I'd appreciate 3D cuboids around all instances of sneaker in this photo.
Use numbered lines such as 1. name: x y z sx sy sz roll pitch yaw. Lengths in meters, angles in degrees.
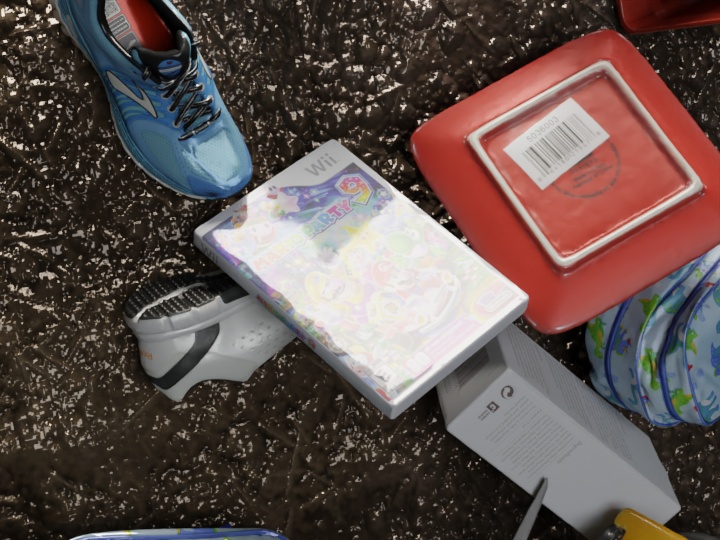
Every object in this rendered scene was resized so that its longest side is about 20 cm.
1. sneaker: -0.073 0.031 1.160 0.198 0.074 0.081 -17 116 -19
2. sneaker: -0.139 -0.129 1.092 0.078 0.090 0.201 -41 111 -16

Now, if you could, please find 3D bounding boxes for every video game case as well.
1. video game case: 0.000 0.000 1.122 0.143 0.200 0.018 -36 153 -31

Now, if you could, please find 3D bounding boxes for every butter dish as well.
1. butter dish: 0.163 -0.049 1.223 0.199 0.148 0.200 -29 69 -11

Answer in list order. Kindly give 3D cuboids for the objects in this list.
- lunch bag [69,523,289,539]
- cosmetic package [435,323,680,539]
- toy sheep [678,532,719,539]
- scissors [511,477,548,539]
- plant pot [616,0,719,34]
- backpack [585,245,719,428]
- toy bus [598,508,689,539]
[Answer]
1. lunch bag: -0.127 0.260 1.111 0.198 0.083 0.162 2 57 -28
2. cosmetic package: 0.150 0.126 1.241 0.199 0.102 0.071 38 108 -23
3. toy sheep: 0.283 0.278 1.302 0.138 0.137 0.201 -44 124 -15
4. scissors: 0.103 0.244 1.238 0.072 0.014 0.202 -1 122 -9
5. plant pot: 0.318 -0.308 1.251 0.175 0.199 0.202 -19 103 -36
6. backpack: 0.268 0.033 1.275 0.199 0.154 0.164 -28 129 -14
7. toy bus: 0.181 0.284 1.198 0.201 0.065 0.078 -59 154 -11
